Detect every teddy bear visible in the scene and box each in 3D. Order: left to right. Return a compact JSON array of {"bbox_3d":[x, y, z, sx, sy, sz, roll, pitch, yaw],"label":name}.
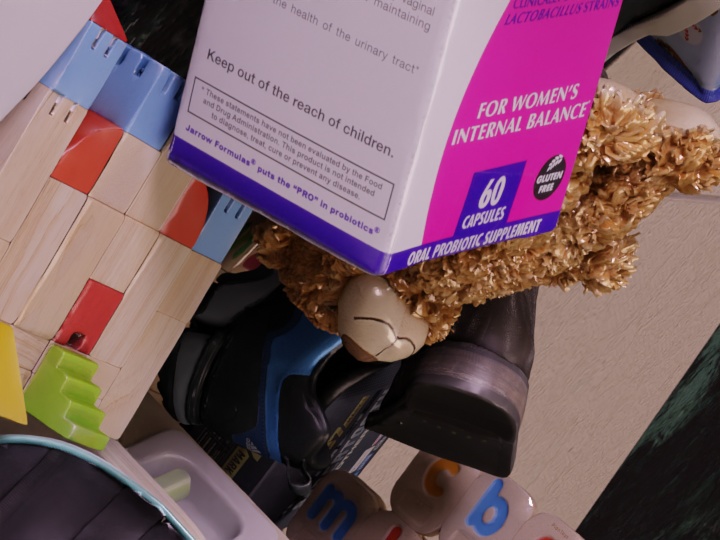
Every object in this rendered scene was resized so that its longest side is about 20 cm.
[{"bbox_3d":[0.050,-0.017,1.011,0.200,0.067,0.145,-20,162,21],"label":"teddy bear"}]

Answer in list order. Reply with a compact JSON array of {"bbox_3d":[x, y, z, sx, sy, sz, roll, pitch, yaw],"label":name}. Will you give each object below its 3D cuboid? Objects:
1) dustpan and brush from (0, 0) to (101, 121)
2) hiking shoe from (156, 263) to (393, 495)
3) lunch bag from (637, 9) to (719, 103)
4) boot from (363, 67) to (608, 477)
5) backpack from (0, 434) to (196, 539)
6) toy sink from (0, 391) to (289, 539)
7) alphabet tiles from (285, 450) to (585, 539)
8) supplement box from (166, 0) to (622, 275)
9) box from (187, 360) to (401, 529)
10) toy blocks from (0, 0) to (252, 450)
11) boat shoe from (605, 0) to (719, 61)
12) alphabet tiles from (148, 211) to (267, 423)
[{"bbox_3d":[-0.164,-0.045,0.786,0.200,0.057,0.140,-56,160,8],"label":"dustpan and brush"},{"bbox_3d":[0.000,0.000,1.142,0.200,0.087,0.074,-55,163,-14],"label":"hiking shoe"},{"bbox_3d":[0.191,-0.198,1.122,0.200,0.124,0.170,-33,157,-27],"label":"lunch bag"},{"bbox_3d":[0.068,-0.004,1.201,0.200,0.069,0.174,122,-12,-74],"label":"boot"},{"bbox_3d":[-0.131,0.159,0.905,0.200,0.176,0.153,-47,172,-7],"label":"backpack"},{"bbox_3d":[-0.115,0.124,1.109,0.112,0.130,0.200,-23,151,-51],"label":"toy sink"},{"bbox_3d":[0.019,0.182,1.278,0.196,0.200,0.015,-54,136,1],"label":"alphabet tiles"},{"bbox_3d":[0.024,-0.113,0.864,0.101,0.103,0.200,-15,126,-49],"label":"supplement box"},{"bbox_3d":[-0.009,0.051,1.331,0.200,0.051,0.158,-53,163,21],"label":"box"},{"bbox_3d":[-0.102,-0.024,0.913,0.137,0.100,0.200,-59,153,0],"label":"toy blocks"},{"bbox_3d":[0.085,-0.117,1.064,0.075,0.066,0.199,-58,-162,-26],"label":"boat shoe"},{"bbox_3d":[-0.079,0.027,1.199,0.200,0.008,0.167,-46,162,2],"label":"alphabet tiles"}]
